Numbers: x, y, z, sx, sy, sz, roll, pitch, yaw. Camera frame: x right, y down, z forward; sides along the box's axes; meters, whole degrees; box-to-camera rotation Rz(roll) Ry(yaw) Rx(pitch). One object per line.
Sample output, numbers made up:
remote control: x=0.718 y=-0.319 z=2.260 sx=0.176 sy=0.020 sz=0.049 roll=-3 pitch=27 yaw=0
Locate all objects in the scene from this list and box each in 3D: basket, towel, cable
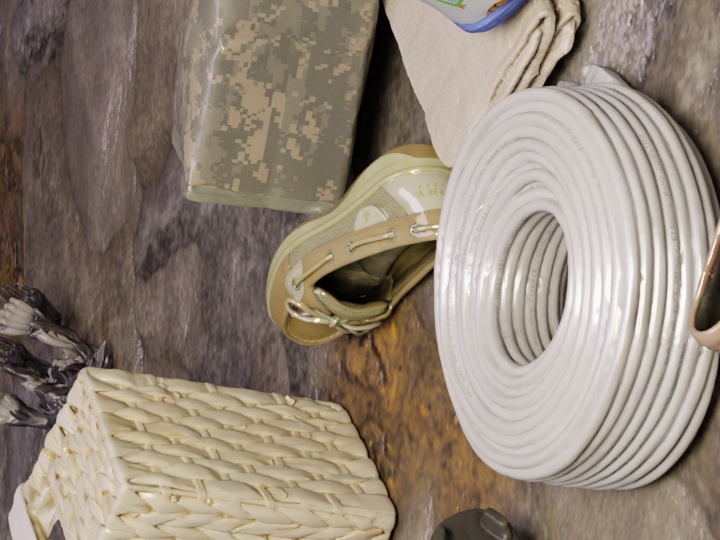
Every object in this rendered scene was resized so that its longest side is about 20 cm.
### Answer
basket: x=-0.093 y=0.150 z=1.326 sx=0.123 sy=0.200 sz=0.136 roll=-66 pitch=30 yaw=26
towel: x=0.064 y=-0.154 z=1.230 sx=0.200 sy=0.034 sz=0.133 roll=-107 pitch=33 yaw=-41
cable: x=0.104 y=0.007 z=1.068 sx=0.200 sy=0.069 sz=0.200 roll=-141 pitch=59 yaw=-61

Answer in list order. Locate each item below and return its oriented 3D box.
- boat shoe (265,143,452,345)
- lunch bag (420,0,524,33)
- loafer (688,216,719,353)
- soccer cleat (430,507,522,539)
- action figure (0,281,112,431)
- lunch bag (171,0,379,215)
boat shoe: x=0.003 y=0.000 z=1.293 sx=0.201 sy=0.073 sz=0.063 roll=-42 pitch=44 yaw=47
lunch bag: x=0.060 y=-0.230 z=1.159 sx=0.160 sy=0.076 sz=0.200 roll=-46 pitch=40 yaw=27
loafer: x=0.186 y=-0.055 z=0.906 sx=0.072 sy=0.063 sz=0.200 roll=-144 pitch=62 yaw=-63
soccer cleat: x=0.086 y=0.212 z=1.104 sx=0.084 sy=0.065 sz=0.200 roll=77 pitch=173 yaw=-53
action figure: x=-0.275 y=0.085 z=1.851 sx=0.119 sy=0.102 sz=0.200 roll=-68 pitch=26 yaw=10
lunch bag: x=-0.058 y=-0.141 z=1.384 sx=0.200 sy=0.117 sz=0.164 roll=-115 pitch=34 yaw=-67
